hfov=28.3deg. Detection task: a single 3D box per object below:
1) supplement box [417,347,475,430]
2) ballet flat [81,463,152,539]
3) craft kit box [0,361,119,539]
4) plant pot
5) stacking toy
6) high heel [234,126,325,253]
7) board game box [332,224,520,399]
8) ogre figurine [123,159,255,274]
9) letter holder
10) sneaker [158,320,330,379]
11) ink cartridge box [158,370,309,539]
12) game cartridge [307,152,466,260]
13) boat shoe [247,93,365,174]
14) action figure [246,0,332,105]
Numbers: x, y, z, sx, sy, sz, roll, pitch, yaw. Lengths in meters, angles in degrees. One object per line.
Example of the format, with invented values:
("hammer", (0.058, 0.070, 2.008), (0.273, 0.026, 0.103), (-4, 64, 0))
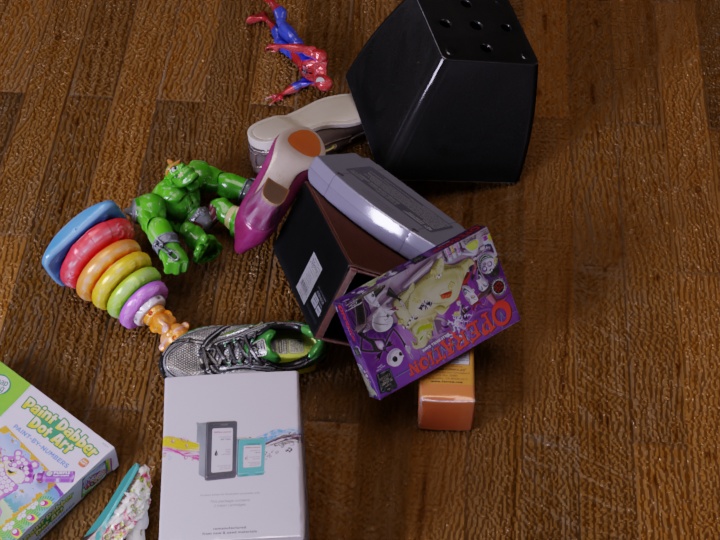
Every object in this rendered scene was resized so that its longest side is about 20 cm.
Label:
("supplement box", (0.100, 0.085, 1.659), (0.069, 0.067, 0.200), (0, 52, 0))
("ballet flat", (-0.267, 0.298, 1.502), (0.064, 0.076, 0.200), (39, 61, -9))
("craft kit box", (-0.406, 0.218, 1.571), (0.200, 0.049, 0.198), (32, 55, 22))
("plant pot", (0.118, -0.246, 1.820), (0.199, 0.178, 0.200), (0, 48, -22))
("stacking toy", (-0.271, 0.024, 1.696), (0.116, 0.110, 0.200), (-44, 74, -10))
("high heel", (-0.102, -0.101, 1.757), (0.067, 0.096, 0.200), (30, 37, -10))
("board game box", (0.076, 0.045, 1.583), (0.200, 0.120, 0.032), (-28, 20, -22))
("ogre figurine", (-0.205, -0.073, 1.766), (0.120, 0.098, 0.200), (34, 64, 16))
("letter holder", (0.000, 0.000, 1.679), (0.142, 0.101, 0.200), (15, 25, -27))
("sneaker", (-0.132, 0.088, 1.631), (0.200, 0.085, 0.078), (-11, 79, -7))
("ink cartridge box", (-0.129, 0.228, 1.495), (0.146, 0.147, 0.200), (-3, 51, -1))
("game cartridge", (0.035, -0.073, 1.704), (0.200, 0.041, 0.133), (38, 19, 21))
("boat shoe", (-0.056, -0.179, 1.870), (0.200, 0.060, 0.072), (-21, 42, -26))
("action figure", (-0.116, -0.302, 1.966), (0.099, 0.065, 0.200), (-24, 54, -28))
